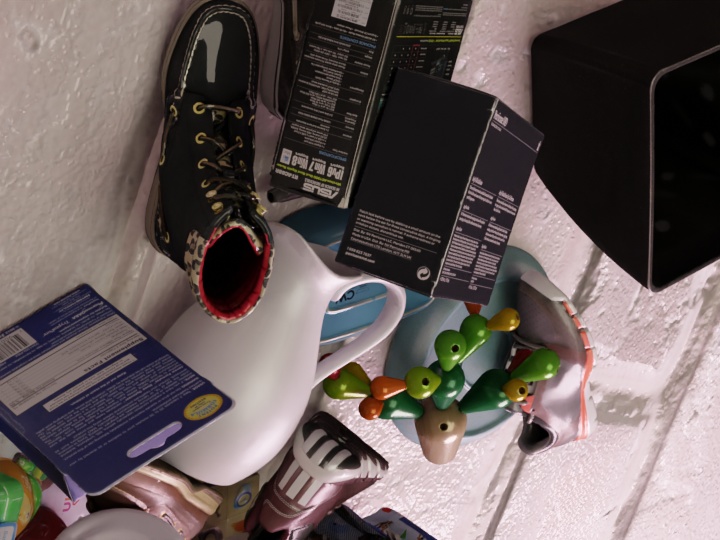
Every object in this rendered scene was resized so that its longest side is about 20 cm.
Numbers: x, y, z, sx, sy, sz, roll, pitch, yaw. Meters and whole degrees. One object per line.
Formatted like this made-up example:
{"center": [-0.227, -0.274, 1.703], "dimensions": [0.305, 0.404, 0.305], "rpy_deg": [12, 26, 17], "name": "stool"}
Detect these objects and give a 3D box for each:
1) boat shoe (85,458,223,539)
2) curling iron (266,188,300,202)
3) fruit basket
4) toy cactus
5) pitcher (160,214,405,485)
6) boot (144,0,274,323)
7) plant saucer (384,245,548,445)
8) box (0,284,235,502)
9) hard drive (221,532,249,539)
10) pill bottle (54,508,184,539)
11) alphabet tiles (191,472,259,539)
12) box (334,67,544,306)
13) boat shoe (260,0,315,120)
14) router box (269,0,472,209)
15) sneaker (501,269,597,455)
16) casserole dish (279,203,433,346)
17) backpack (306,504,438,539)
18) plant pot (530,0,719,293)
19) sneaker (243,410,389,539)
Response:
{"center": [-0.168, 0.171, 1.316], "dimensions": [0.068, 0.072, 0.200], "rpy_deg": [-61, 153, -8], "name": "boat shoe"}
{"center": [0.010, -0.090, 1.399], "dimensions": [0.200, 0.026, 0.050], "rpy_deg": [-20, 161, -28], "name": "curling iron"}
{"center": [-0.257, 0.202, 1.278], "dimensions": [0.200, 0.094, 0.185], "rpy_deg": [6, 100, -52], "name": "fruit basket"}
{"center": [0.063, 0.099, 1.487], "dimensions": [0.200, 0.102, 0.165], "rpy_deg": [-13, 140, -11], "name": "toy cactus"}
{"center": [-0.065, 0.066, 1.342], "dimensions": [0.171, 0.121, 0.200], "rpy_deg": [25, 98, -35], "name": "pitcher"}
{"center": [-0.094, -0.077, 1.223], "dimensions": [0.073, 0.154, 0.204], "rpy_deg": [4, 112, -22], "name": "boot"}
{"center": [0.107, 0.074, 1.576], "dimensions": [0.200, 0.027, 0.200], "rpy_deg": [-19, 123, -32], "name": "plant saucer"}
{"center": [-0.183, 0.087, 1.204], "dimensions": [0.121, 0.200, 0.032], "rpy_deg": [-31, 130, -25], "name": "box"}
{"center": [-0.131, 0.322, 1.459], "dimensions": [0.132, 0.026, 0.200], "rpy_deg": [-20, 120, -13], "name": "hard drive"}
{"center": [-0.176, 0.272, 1.306], "dimensions": [0.111, 0.111, 0.200], "rpy_deg": [-31, 151, -25], "name": "pill bottle"}
{"center": [-0.154, 0.248, 1.455], "dimensions": [0.166, 0.006, 0.200], "rpy_deg": [-17, 122, -35], "name": "alphabet tiles"}
{"center": [0.061, -0.055, 1.256], "dimensions": [0.200, 0.079, 0.141], "rpy_deg": [13, 98, -75], "name": "box"}
{"center": [-0.026, -0.198, 1.287], "dimensions": [0.071, 0.064, 0.200], "rpy_deg": [-13, 120, -36], "name": "boat shoe"}
{"center": [0.011, -0.131, 1.257], "dimensions": [0.200, 0.062, 0.150], "rpy_deg": [-22, 127, -71], "name": "router box"}
{"center": [0.159, 0.092, 1.561], "dimensions": [0.082, 0.077, 0.200], "rpy_deg": [-30, 128, -18], "name": "sneaker"}
{"center": [0.000, 0.000, 1.435], "dimensions": [0.200, 0.039, 0.121], "rpy_deg": [-17, 122, -33], "name": "casserole dish"}
{"center": [0.016, 0.309, 1.501], "dimensions": [0.154, 0.190, 0.200], "rpy_deg": [-23, 127, -26], "name": "backpack"}
{"center": [0.253, -0.133, 1.486], "dimensions": [0.200, 0.177, 0.200], "rpy_deg": [-25, 127, -28], "name": "plant pot"}
{"center": [-0.047, 0.180, 1.433], "dimensions": [0.116, 0.076, 0.200], "rpy_deg": [-52, 167, 3], "name": "sneaker"}
